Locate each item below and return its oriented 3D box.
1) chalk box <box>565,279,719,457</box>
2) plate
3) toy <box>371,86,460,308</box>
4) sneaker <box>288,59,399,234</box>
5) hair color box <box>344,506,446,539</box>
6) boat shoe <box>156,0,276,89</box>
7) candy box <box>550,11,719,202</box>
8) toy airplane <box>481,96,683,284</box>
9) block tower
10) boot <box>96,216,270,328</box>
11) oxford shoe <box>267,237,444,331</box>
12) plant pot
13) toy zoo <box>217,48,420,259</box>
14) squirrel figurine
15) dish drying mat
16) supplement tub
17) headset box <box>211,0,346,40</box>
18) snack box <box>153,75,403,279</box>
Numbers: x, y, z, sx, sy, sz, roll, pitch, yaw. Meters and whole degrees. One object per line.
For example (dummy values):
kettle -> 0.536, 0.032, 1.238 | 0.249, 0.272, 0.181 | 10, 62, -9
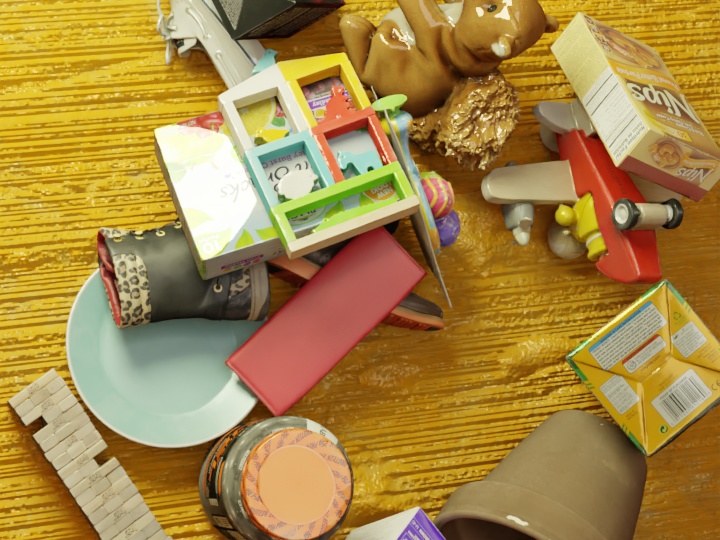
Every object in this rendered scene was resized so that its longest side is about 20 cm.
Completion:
chalk box -> 0.288, 0.092, 1.613 | 0.125, 0.200, 0.124 | -39, 84, 5
plate -> -0.184, 0.073, 1.576 | 0.199, 0.026, 0.202 | 4, 73, -14
toy -> 0.063, -0.077, 1.580 | 0.047, 0.115, 0.201 | -22, 114, 0
sneaker -> -0.015, -0.125, 1.619 | 0.076, 0.091, 0.201 | -35, 91, -13
hair color box -> -0.008, 0.315, 1.516 | 0.065, 0.109, 0.200 | 52, 47, -9
boat shoe -> -0.163, -0.235, 1.606 | 0.086, 0.075, 0.202 | -39, 86, 1
candy box -> 0.276, -0.165, 1.640 | 0.115, 0.201, 0.055 | 19, 123, -32
toy airplane -> 0.226, -0.076, 1.665 | 0.199, 0.141, 0.199 | 30, 39, 0
block tower -> -0.254, 0.190, 1.539 | 0.058, 0.054, 0.200 | -36, 92, -15
boot -> -0.175, -0.039, 1.562 | 0.150, 0.073, 0.201 | -8, 77, -20
oxford shoe -> 0.000, 0.000, 1.618 | 0.199, 0.071, 0.073 | 25, 76, -10
plant pot -> 0.193, 0.236, 1.595 | 0.200, 0.200, 0.175 | 40, 57, -6
toy zoo -> -0.045, -0.120, 1.506 | 0.131, 0.020, 0.201 | -20, 71, -15
squirrel figurine -> 0.106, -0.202, 1.598 | 0.141, 0.186, 0.201 | -27, 105, -47
dish drying mat -> -0.032, 0.046, 1.569 | 0.200, 0.018, 0.077 | -44, 90, -1
supplement tub -> -0.077, 0.196, 1.507 | 0.122, 0.200, 0.123 | 2, 82, -14
headset box -> -0.096, -0.304, 1.578 | 0.077, 0.200, 0.149 | -27, 90, 18
snack box -> -0.077, -0.089, 1.530 | 0.199, 0.053, 0.143 | -18, 71, -13
